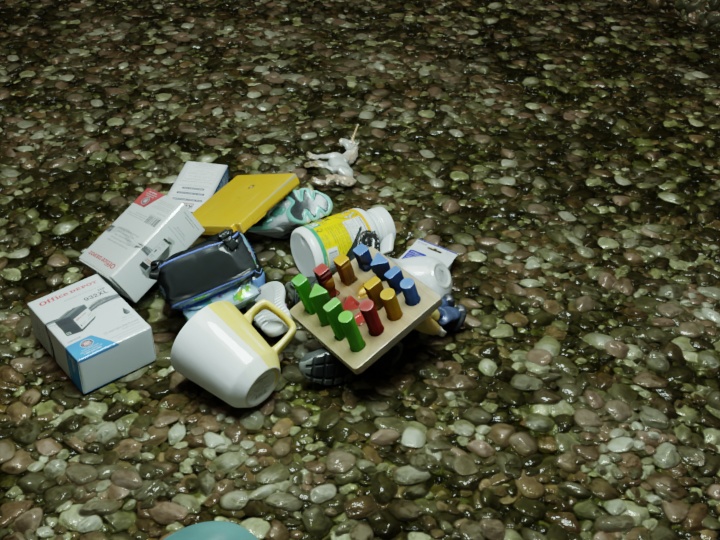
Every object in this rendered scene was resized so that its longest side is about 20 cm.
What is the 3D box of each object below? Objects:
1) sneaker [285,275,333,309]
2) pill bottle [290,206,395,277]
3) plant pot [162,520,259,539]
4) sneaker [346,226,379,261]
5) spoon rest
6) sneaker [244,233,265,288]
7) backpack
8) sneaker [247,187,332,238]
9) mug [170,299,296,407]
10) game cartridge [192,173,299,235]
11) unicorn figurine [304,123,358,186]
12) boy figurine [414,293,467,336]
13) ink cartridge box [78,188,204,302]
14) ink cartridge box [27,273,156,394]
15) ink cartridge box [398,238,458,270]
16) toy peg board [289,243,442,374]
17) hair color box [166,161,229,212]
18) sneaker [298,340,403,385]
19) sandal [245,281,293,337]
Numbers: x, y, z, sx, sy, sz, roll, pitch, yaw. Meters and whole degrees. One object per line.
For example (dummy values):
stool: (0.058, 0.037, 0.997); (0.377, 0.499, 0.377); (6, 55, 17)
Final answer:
sneaker: (-0.089, 0.074, 1.729); (0.114, 0.076, 0.200); (1, 34, 2)
pill bottle: (-0.032, -0.062, 1.876); (0.200, 0.113, 0.113); (-21, 43, -26)
plant pot: (-0.200, 0.420, 1.182); (0.200, 0.201, 0.161); (19, 29, 22)
sneaker: (-0.003, -0.001, 1.753); (0.060, 0.104, 0.200); (17, 71, -9)
spoon rest: (0.105, -0.003, 1.764); (0.061, 0.200, 0.099); (-23, 47, 39)
sneaker: (-0.252, -0.040, 1.866); (0.070, 0.078, 0.200); (-18, 41, -24)
backpack: (-0.278, 0.017, 1.712); (0.183, 0.147, 0.200); (-24, 4, -6)
sneaker: (-0.142, -0.114, 1.939); (0.200, 0.140, 0.078); (-6, 78, 13)
mug: (-0.208, 0.140, 1.569); (0.153, 0.187, 0.149); (36, 5, 26)
game cartridge: (-0.246, -0.133, 1.871); (0.176, 0.032, 0.200); (3, 38, 40)
unicorn figurine: (-0.058, -0.254, 2.171); (0.137, 0.074, 0.200); (0, 51, -18)
boy figurine: (0.105, 0.084, 1.681); (0.200, 0.064, 0.124); (-5, 34, -41)
ink cartridge box: (-0.425, -0.051, 1.789); (0.147, 0.083, 0.200); (23, 66, 46)
ink cartridge box: (-0.484, 0.109, 1.656); (0.145, 0.084, 0.200); (-27, 46, -31)
ink cartridge box: (0.109, 0.014, 1.844); (0.099, 0.039, 0.200); (22, 43, 24)
toy peg board: (-0.003, 0.039, 1.583); (0.199, 0.098, 0.200); (-39, 48, -16)
hair color box: (-0.364, -0.163, 2.036); (0.100, 0.061, 0.200); (6, 37, 6)
sneaker: (-0.025, 0.148, 1.642); (0.200, 0.075, 0.079); (-9, 35, -29)
sandal: (-0.168, 0.082, 1.734); (0.082, 0.050, 0.203); (-24, 25, -1)
